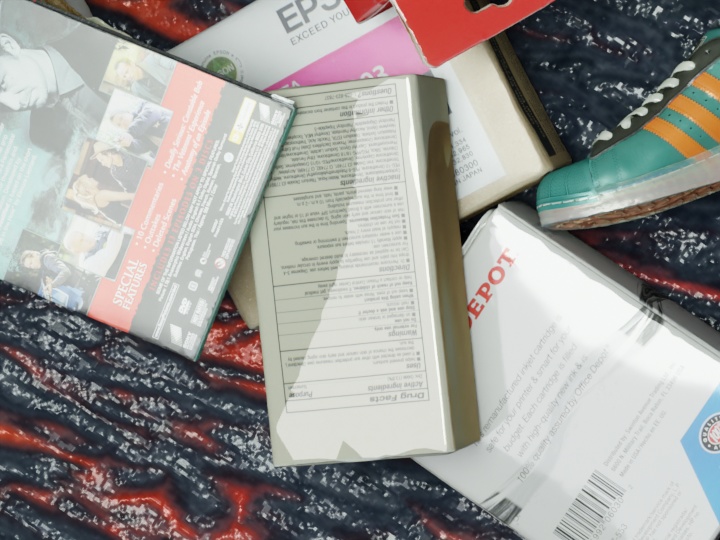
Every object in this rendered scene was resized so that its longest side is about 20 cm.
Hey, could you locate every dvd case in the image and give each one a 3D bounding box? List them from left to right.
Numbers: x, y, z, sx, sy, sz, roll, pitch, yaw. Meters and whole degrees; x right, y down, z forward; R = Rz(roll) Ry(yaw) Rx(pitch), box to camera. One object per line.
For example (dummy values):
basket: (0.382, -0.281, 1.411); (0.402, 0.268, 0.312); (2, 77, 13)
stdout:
dvd case: (-0.150, -0.057, 1.421); (0.199, 0.022, 0.146); (22, 95, 3)

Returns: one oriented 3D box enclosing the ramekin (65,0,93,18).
ramekin: (-0.255, -0.104, 1.570); (0.200, 0.098, 0.201); (1, 95, 14)

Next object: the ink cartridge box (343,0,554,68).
ink cartridge box: (0.023, -0.211, 1.418); (0.116, 0.067, 0.200); (-30, 92, -16)

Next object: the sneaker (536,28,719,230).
sneaker: (0.181, -0.083, 1.470); (0.199, 0.071, 0.080); (-20, 84, -5)

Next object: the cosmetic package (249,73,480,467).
cosmetic package: (0.000, 0.000, 1.447); (0.105, 0.071, 0.201); (-4, 91, 16)

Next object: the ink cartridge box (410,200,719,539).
ink cartridge box: (0.124, 0.075, 1.498); (0.200, 0.086, 0.147); (35, 102, 11)

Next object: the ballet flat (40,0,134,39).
ballet flat: (-0.166, -0.125, 1.478); (0.200, 0.072, 0.068); (36, 125, -5)

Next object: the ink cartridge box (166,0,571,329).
ink cartridge box: (-0.008, -0.084, 1.523); (0.200, 0.075, 0.165); (-29, 89, 15)
